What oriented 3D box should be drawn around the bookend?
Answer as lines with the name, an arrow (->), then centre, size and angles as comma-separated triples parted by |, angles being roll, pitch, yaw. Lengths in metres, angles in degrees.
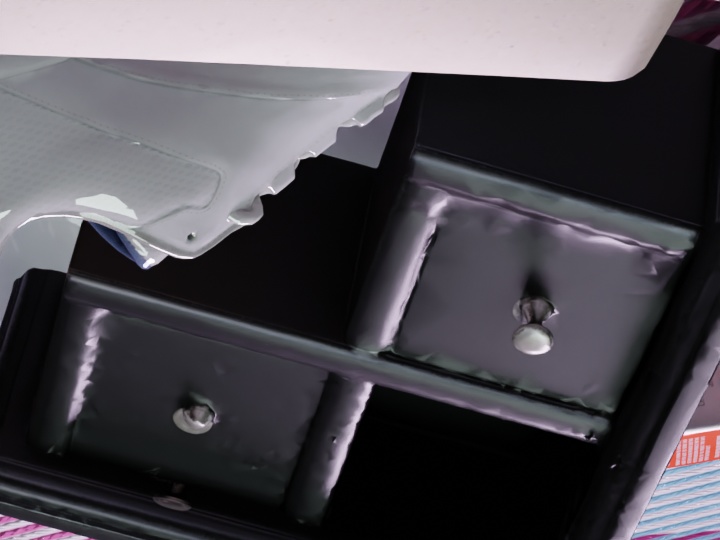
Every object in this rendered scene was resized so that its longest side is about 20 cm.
bookend -> 0.000, 0.000, 0.849 | 0.198, 0.092, 0.200 | 16, 136, -5

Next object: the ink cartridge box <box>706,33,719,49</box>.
ink cartridge box -> 0.152, -0.025, 1.072 | 0.173, 0.044, 0.200 | 13, 133, -48

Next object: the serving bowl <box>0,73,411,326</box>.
serving bowl -> -0.035, -0.021, 0.955 | 0.199, 0.066, 0.201 | 3, 126, 3

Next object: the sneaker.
sneaker -> -0.038, -0.050, 0.742 | 0.199, 0.087, 0.074 | -14, -167, -21

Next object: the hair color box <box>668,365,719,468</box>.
hair color box -> 0.140, 0.027, 1.227 | 0.199, 0.102, 0.061 | -9, 163, 2

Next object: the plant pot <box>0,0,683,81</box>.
plant pot -> -0.023, -0.163, 0.438 | 0.199, 0.200, 0.177 | 1, 149, -28
